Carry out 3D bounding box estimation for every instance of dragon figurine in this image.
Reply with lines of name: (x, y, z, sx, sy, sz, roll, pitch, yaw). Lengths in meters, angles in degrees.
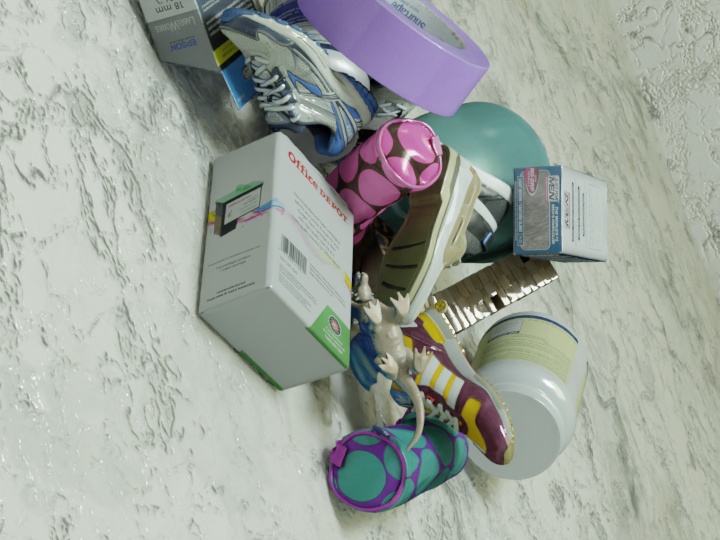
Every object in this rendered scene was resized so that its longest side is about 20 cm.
dragon figurine: (0.024, 0.082, 1.597, 0.200, 0.059, 0.099, 68, -21, 8)

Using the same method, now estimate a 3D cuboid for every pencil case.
pencil case: (0.014, -0.091, 1.668, 0.093, 0.200, 0.091, -4, 75, -28)
pencil case: (0.041, 0.192, 1.649, 0.092, 0.085, 0.200, 39, 15, 17)

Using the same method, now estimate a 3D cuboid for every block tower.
block tower: (0.140, 0.030, 1.887, 0.058, 0.200, 0.054, 59, -21, 5)

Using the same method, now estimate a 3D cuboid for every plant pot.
plant pot: (0.103, -0.100, 1.904, 0.161, 0.200, 0.201, -11, 81, -56)

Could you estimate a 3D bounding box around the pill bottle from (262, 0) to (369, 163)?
pill bottle: (-0.049, -0.220, 1.736, 0.120, 0.119, 0.200, 46, 33, -45)

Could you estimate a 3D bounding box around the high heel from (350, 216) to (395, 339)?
high heel: (0.000, 0.000, 1.746, 0.143, 0.071, 0.200, 65, 19, 4)

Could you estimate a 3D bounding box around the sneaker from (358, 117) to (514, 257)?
sneaker: (0.071, -0.080, 1.748, 0.200, 0.073, 0.112, 27, 80, -21)

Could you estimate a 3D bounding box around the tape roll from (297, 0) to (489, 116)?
tape roll: (0.035, -0.244, 1.631, 0.200, 0.066, 0.200, 33, 19, -13)

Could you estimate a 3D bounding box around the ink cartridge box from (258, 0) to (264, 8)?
ink cartridge box: (-0.049, -0.324, 1.888, 0.200, 0.067, 0.117, 32, 44, -56)

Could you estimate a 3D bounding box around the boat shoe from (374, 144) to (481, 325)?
boat shoe: (0.078, -0.029, 1.677, 0.068, 0.075, 0.200, 30, 76, -35)

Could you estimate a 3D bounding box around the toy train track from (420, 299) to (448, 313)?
toy train track: (0.081, 0.056, 1.761, 0.115, 0.032, 0.200, 49, 25, -63)

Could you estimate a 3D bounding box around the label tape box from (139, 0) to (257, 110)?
label tape box: (-0.160, -0.265, 1.590, 0.144, 0.063, 0.200, -56, 130, -63)

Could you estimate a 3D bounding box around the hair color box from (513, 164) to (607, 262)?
hair color box: (0.233, -0.063, 1.845, 0.200, 0.060, 0.100, 7, 82, -67)

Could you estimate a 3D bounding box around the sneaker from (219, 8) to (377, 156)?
sneaker: (-0.067, -0.180, 1.560, 0.200, 0.077, 0.085, 37, 79, -35)

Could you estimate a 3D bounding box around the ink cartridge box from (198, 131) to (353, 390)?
ink cartridge box: (-0.078, -0.010, 1.545, 0.145, 0.084, 0.200, 48, 32, -41)

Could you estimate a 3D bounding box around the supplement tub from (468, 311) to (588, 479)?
supplement tub: (0.199, 0.153, 1.959, 0.145, 0.145, 0.200, 63, 24, -16)

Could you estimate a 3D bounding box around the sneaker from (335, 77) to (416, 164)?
sneaker: (0.023, -0.169, 1.801, 0.077, 0.200, 0.085, 12, 71, -19)

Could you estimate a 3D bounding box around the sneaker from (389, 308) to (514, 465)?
sneaker: (0.082, 0.132, 1.646, 0.200, 0.090, 0.075, 55, -22, 36)
